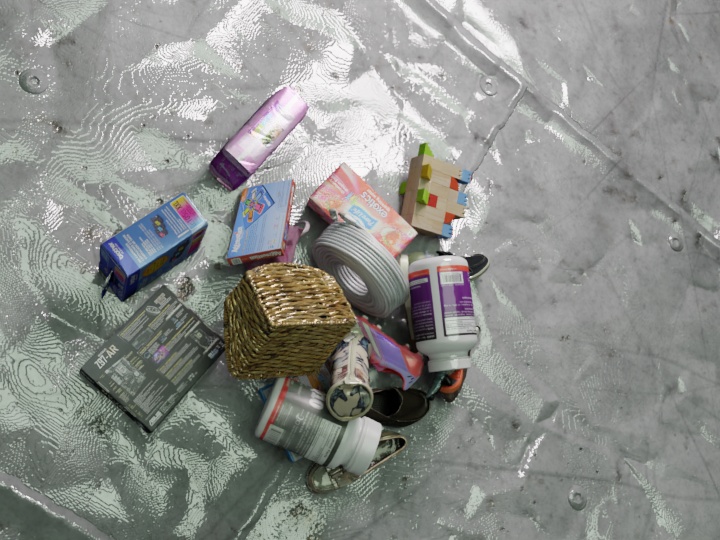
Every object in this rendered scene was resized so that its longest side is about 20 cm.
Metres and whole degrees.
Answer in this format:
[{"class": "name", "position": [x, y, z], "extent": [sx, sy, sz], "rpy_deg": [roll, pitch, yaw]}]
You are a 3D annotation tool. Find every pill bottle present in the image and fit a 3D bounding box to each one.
[{"class": "pill bottle", "position": [-0.072, 0.269, 1.329], "extent": [0.199, 0.114, 0.114], "rpy_deg": [24, 67, -5]}, {"class": "pill bottle", "position": [0.150, 0.079, 1.395], "extent": [0.112, 0.112, 0.201], "rpy_deg": [-2, 81, -24]}]

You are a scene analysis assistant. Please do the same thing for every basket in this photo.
[{"class": "basket", "position": [-0.134, 0.083, 1.293], "extent": [0.199, 0.149, 0.143], "rpy_deg": [1, 47, -44]}]

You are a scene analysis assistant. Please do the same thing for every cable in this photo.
[{"class": "cable", "position": [0.000, 0.000, 1.424], "extent": [0.200, 0.200, 0.069], "rpy_deg": [37, 67, 18]}]

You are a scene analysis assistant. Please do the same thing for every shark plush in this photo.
[{"class": "shark plush", "position": [0.167, 0.159, 1.487], "extent": [0.091, 0.083, 0.201], "rpy_deg": [33, 63, -47]}]

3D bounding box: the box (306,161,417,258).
[{"class": "box", "position": [0.001, -0.101, 1.496], "extent": [0.200, 0.095, 0.103], "rpy_deg": [45, 84, -3]}]

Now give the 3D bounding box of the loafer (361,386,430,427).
[{"class": "loafer", "position": [0.063, 0.253, 1.432], "extent": [0.199, 0.071, 0.073], "rpy_deg": [2, 70, -39]}]

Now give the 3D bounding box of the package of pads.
[{"class": "package of pads", "position": [-0.193, -0.250, 1.459], "extent": [0.076, 0.120, 0.200], "rpy_deg": [43, 63, -13]}]

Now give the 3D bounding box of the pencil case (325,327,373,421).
[{"class": "pencil case", "position": [-0.018, 0.177, 1.328], "extent": [0.077, 0.200, 0.090], "rpy_deg": [-4, 111, 2]}]

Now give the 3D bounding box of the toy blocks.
[{"class": "toy blocks", "position": [0.161, -0.146, 1.604], "extent": [0.136, 0.100, 0.201], "rpy_deg": [16, 80, -28]}]

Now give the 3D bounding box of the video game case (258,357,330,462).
[{"class": "video game case", "position": [-0.071, 0.244, 1.425], "extent": [0.199, 0.018, 0.144], "rpy_deg": [-23, 84, -27]}]

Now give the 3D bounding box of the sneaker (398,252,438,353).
[{"class": "sneaker", "position": [0.129, 0.061, 1.495], "extent": [0.089, 0.067, 0.202], "rpy_deg": [-8, 99, 5]}]

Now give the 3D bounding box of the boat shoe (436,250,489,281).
[{"class": "boat shoe", "position": [0.179, -0.008, 1.570], "extent": [0.199, 0.075, 0.063], "rpy_deg": [-12, 114, -22]}]

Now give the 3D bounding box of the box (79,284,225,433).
[{"class": "box", "position": [-0.349, 0.150, 1.318], "extent": [0.160, 0.044, 0.200], "rpy_deg": [43, 63, -7]}]

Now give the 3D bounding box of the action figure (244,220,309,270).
[{"class": "action figure", "position": [-0.153, 0.016, 1.426], "extent": [0.149, 0.134, 0.201], "rpy_deg": [-9, 76, -53]}]

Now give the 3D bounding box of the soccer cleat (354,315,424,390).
[{"class": "soccer cleat", "position": [0.026, 0.145, 1.442], "extent": [0.199, 0.067, 0.077], "rpy_deg": [30, 78, 15]}]

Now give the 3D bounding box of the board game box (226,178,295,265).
[{"class": "board game box", "position": [-0.177, -0.091, 1.396], "extent": [0.102, 0.020, 0.201], "rpy_deg": [-9, 42, 11]}]

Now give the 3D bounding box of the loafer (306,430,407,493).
[{"class": "loafer", "position": [-0.004, 0.341, 1.399], "extent": [0.199, 0.063, 0.072], "rpy_deg": [-21, 85, -27]}]

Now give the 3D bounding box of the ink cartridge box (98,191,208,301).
[{"class": "ink cartridge box", "position": [-0.367, -0.030, 1.311], "extent": [0.200, 0.136, 0.076], "rpy_deg": [-37, 86, -27]}]

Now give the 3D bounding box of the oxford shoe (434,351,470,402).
[{"class": "oxford shoe", "position": [0.187, 0.168, 1.541], "extent": [0.071, 0.073, 0.201], "rpy_deg": [7, 52, 19]}]
